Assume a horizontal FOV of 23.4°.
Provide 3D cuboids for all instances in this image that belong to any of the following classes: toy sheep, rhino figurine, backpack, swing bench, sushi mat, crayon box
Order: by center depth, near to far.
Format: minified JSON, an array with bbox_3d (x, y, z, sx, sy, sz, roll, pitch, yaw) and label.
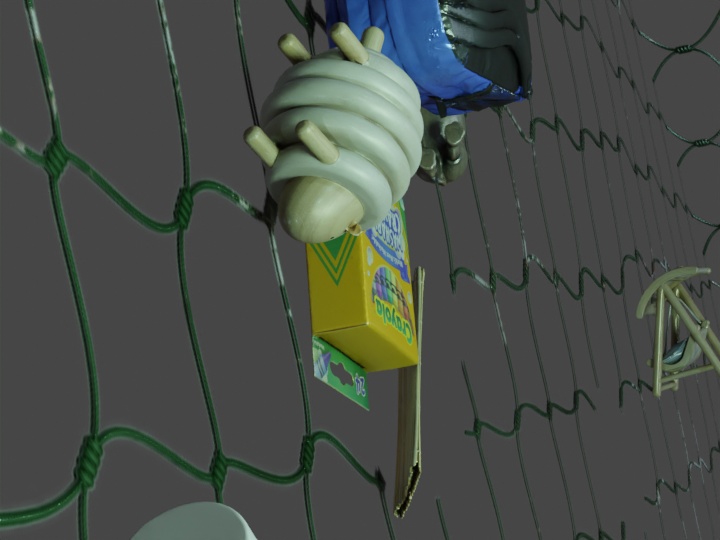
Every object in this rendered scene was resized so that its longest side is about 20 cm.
[{"bbox_3d":[-0.015,-0.106,1.298,0.138,0.137,0.201,58,46,-49],"label":"toy sheep"},{"bbox_3d":[0.000,0.000,1.406,0.126,0.051,0.201,40,43,-64],"label":"crayon box"},{"bbox_3d":[0.041,0.102,1.472,0.096,0.012,0.201,106,-11,-53],"label":"sushi mat"},{"bbox_3d":[0.051,-0.215,1.501,0.200,0.167,0.164,7,70,-67],"label":"backpack"},{"bbox_3d":[0.070,-0.176,1.713,0.088,0.059,0.201,72,11,-69],"label":"rhino figurine"},{"bbox_3d":[0.545,0.098,2.945,0.199,0.129,0.201,3,71,-71],"label":"swing bench"}]

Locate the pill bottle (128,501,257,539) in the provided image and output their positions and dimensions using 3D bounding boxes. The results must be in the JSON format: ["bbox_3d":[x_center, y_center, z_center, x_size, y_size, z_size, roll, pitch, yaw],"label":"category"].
[{"bbox_3d":[-0.063,0.225,0.974,0.111,0.110,0.201,-80,154,-48],"label":"pill bottle"}]
